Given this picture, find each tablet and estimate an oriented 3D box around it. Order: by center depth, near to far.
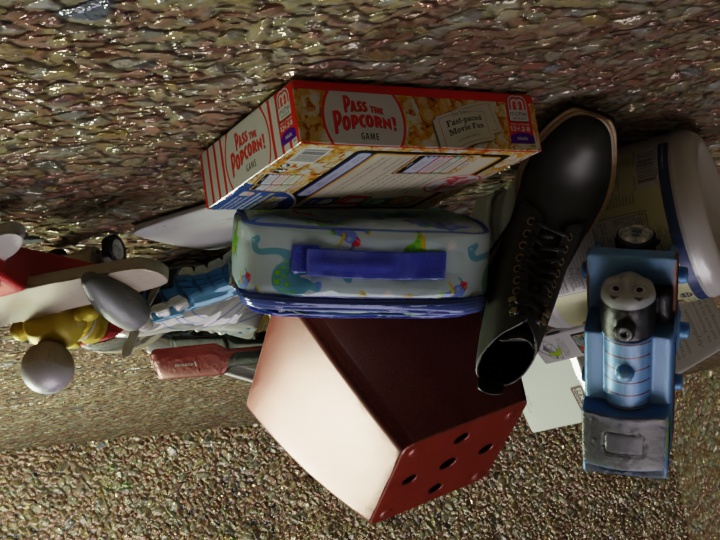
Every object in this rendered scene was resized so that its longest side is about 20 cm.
[{"bbox_3d":[-0.086,-0.050,1.093,0.200,0.014,0.130,-14,168,27],"label":"tablet"}]

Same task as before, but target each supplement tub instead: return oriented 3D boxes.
[{"bbox_3d":[0.211,-0.030,1.072,0.200,0.145,0.145,-14,168,25],"label":"supplement tub"}]

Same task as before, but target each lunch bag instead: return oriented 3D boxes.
[{"bbox_3d":[-0.004,-0.009,0.975,0.200,0.083,0.161,1,-173,-10],"label":"lunch bag"}]

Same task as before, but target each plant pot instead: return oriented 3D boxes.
[{"bbox_3d":[0.036,0.108,1.128,0.200,0.176,0.200,-17,147,-29],"label":"plant pot"}]

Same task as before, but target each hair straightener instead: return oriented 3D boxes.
[{"bbox_3d":[-0.112,0.070,1.237,0.200,0.041,0.077,-12,-165,27],"label":"hair straightener"}]

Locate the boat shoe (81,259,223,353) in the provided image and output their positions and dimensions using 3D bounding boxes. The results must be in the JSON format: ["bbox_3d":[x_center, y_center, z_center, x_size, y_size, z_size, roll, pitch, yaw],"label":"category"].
[{"bbox_3d":[-0.219,0.029,1.265,0.200,0.075,0.073,-22,156,20],"label":"boat shoe"}]

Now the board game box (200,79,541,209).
[{"bbox_3d":[0.006,-0.085,0.896,0.200,0.046,0.151,-1,167,-32],"label":"board game box"}]

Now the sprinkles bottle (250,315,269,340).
[{"bbox_3d":[-0.024,0.069,1.374,0.200,0.068,0.068,6,162,-34],"label":"sprinkles bottle"}]

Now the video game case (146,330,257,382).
[{"bbox_3d":[-0.120,0.089,1.414,0.182,0.023,0.200,14,-167,15],"label":"video game case"}]

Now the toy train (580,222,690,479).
[{"bbox_3d":[0.215,0.065,0.973,0.087,0.200,0.114,3,-146,15],"label":"toy train"}]

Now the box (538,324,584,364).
[{"bbox_3d":[0.241,0.000,1.198,0.110,0.200,0.035,-17,121,39],"label":"box"}]

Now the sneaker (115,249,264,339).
[{"bbox_3d":[-0.142,0.038,1.180,0.200,0.087,0.075,-18,-148,3],"label":"sneaker"}]

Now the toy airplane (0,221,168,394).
[{"bbox_3d":[-0.272,0.032,1.032,0.199,0.141,0.200,-3,168,-23],"label":"toy airplane"}]

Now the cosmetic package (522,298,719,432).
[{"bbox_3d":[0.274,0.063,1.403,0.200,0.165,0.165,-24,176,-24],"label":"cosmetic package"}]

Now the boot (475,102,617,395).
[{"bbox_3d":[0.142,-0.012,0.933,0.077,0.138,0.200,16,124,1],"label":"boot"}]
